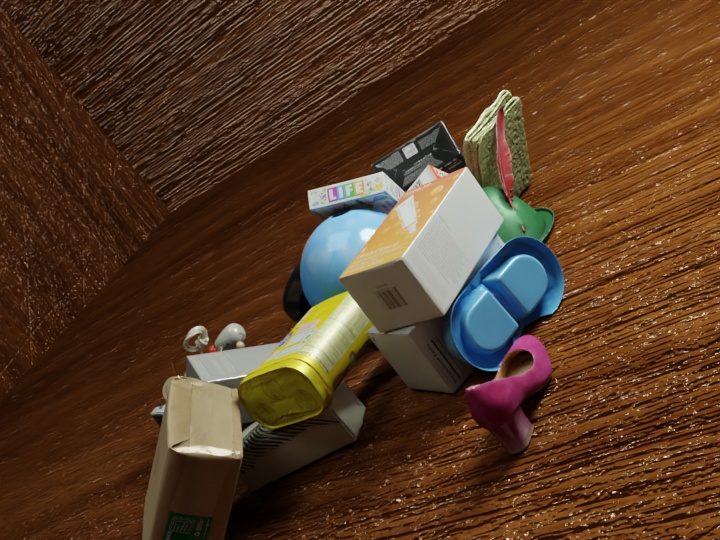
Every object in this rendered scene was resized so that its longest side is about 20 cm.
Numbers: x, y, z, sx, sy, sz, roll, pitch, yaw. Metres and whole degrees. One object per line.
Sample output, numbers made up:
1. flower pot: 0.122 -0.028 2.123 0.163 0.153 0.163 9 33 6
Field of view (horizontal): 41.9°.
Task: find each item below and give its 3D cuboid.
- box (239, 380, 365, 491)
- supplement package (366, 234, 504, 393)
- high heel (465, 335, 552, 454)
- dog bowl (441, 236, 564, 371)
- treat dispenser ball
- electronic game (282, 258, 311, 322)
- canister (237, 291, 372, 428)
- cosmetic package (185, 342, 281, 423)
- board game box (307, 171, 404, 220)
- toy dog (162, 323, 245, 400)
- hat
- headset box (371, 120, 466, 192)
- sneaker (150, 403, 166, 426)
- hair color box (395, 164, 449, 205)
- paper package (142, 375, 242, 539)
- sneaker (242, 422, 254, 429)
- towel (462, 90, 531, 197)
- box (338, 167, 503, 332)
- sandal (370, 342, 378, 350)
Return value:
1. box: -0.093 0.237 1.357 0.199 0.069 0.082 -31 18 23
2. supplement package: 0.126 0.058 1.297 0.200 0.110 0.114 -46 19 -23
3. high heel: 0.167 0.116 1.096 0.067 0.096 0.200 -25 22 35
4. dog bowl: 0.182 0.045 1.229 0.200 0.112 0.050 -47 11 -24
5. treat dispenser ball: 0.000 0.000 1.540 0.200 0.201 0.201 -34 18 13
6. electronic game: -0.057 0.014 1.697 0.200 0.200 0.042 -42 60 -10
7. canister: -0.065 0.122 1.341 0.148 0.087 0.200 -24 17 41
8. cosmetic package: -0.160 0.172 1.446 0.199 0.091 0.107 -3 18 -23
9. board game box: 0.010 -0.108 1.603 0.134 0.034 0.200 -12 -15 17
10. toy dog: -0.281 0.201 1.765 0.131 0.096 0.201 -4 -49 -47
11. hat: 0.193 -0.114 1.477 0.165 0.176 0.200 -27 20 26
12. headset box: 0.124 -0.173 1.718 0.148 0.078 0.200 -30 -20 9
13. sneaker: -0.273 0.247 1.695 0.199 0.081 0.115 -14 26 39
14. hair color box: 0.132 -0.060 1.472 0.102 0.061 0.201 -50 43 28
15. paper package: -0.230 0.281 1.279 0.191 0.103 0.201 -113 36 -67
16. sneaker: -0.181 0.252 1.485 0.090 0.078 0.200 -19 26 42
17. towel: 0.230 -0.185 1.576 0.036 0.201 0.148 21 55 38
18. box: 0.084 -0.028 1.250 0.124 0.098 0.200 -19 25 46
19. sandal: 0.094 0.076 1.449 0.075 0.045 0.200 -9 19 48
